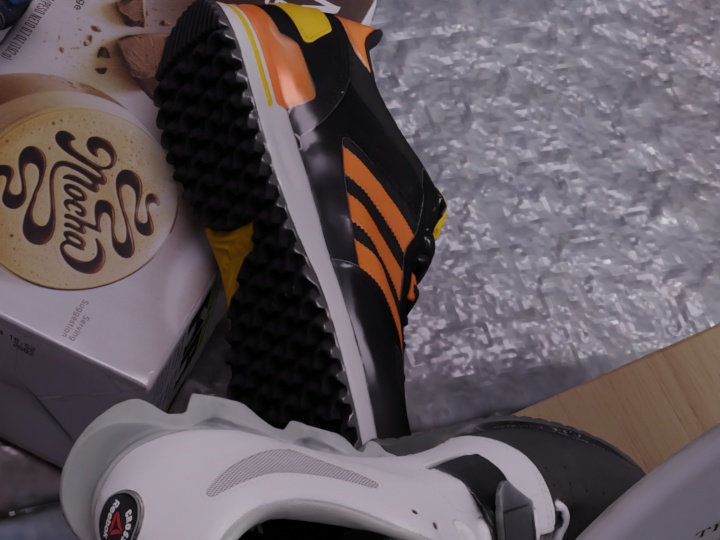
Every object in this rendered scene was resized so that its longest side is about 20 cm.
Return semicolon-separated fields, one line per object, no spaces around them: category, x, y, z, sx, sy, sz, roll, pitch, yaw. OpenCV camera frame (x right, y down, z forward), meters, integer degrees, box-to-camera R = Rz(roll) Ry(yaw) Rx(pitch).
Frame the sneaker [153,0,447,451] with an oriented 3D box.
sneaker;0.000;0.000;0.803;0.090;0.070;0.200;-6;71;-34

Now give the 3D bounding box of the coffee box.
coffee box;-0.087;-0.035;0.877;0.113;0.080;0.200;26;55;4

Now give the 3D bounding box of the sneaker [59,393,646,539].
sneaker;0.017;0.088;0.709;0.200;0.074;0.089;4;20;-30

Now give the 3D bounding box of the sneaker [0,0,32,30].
sneaker;-0.203;-0.095;0.870;0.200;0.077;0.085;8;62;33

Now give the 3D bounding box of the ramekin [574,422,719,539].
ramekin;0.135;0.102;0.655;0.200;0.200;0.105;-39;100;-32

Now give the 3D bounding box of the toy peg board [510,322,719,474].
toy peg board;0.110;0.144;0.814;0.199;0.098;0.200;-23;63;-9
